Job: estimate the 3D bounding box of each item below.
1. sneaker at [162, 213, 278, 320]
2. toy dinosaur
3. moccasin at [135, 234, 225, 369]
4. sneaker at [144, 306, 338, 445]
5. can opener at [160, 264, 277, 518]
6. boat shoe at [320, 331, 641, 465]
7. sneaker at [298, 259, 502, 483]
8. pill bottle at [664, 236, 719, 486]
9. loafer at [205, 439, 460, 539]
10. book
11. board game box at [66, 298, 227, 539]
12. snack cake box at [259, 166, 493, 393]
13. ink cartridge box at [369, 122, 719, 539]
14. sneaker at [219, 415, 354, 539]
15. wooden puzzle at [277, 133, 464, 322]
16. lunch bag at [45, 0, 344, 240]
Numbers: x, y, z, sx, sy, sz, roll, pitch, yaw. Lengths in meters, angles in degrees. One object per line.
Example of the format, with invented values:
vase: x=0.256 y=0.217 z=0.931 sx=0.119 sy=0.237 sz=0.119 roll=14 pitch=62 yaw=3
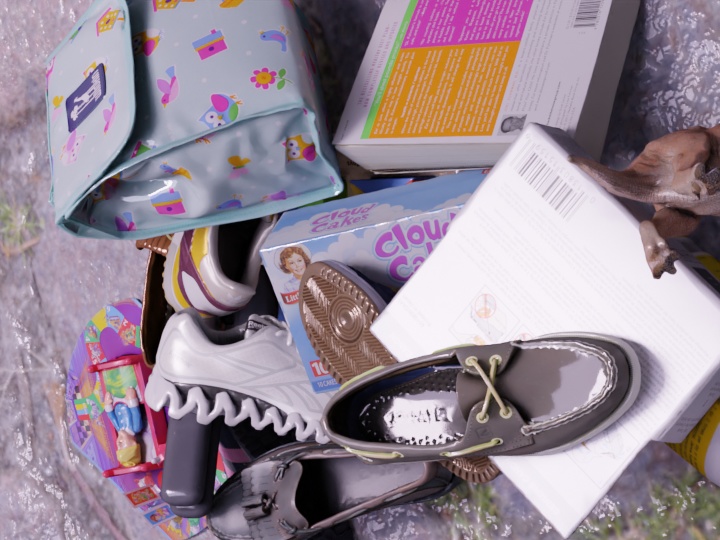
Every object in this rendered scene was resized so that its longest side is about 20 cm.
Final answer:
sneaker: x=-0.092 y=-0.065 z=1.774 sx=0.090 sy=0.075 sz=0.200 roll=-17 pitch=69 yaw=55
toy dinosaur: x=0.217 y=-0.064 z=1.459 sx=0.136 sy=0.200 sz=0.086 roll=-99 pitch=6 yaw=-56
moccasin: x=-0.140 y=-0.022 z=1.857 sx=0.074 sy=0.078 sz=0.202 roll=26 pitch=114 yaw=38
sneaker: x=-0.051 y=0.077 z=1.726 sx=0.200 sy=0.075 sz=0.081 roll=10 pitch=96 yaw=-3
can opener: x=-0.103 y=0.084 z=1.794 sx=0.067 sy=0.053 sz=0.200 roll=0 pitch=65 yaw=11
boat shoe: x=0.071 y=0.079 z=1.464 sx=0.201 sy=0.060 sz=0.072 roll=-14 pitch=77 yaw=29
sneaker: x=0.054 y=0.056 z=1.593 sx=0.200 sy=0.108 sz=0.070 roll=42 pitch=130 yaw=27
pill bottle: x=0.226 y=0.065 z=1.522 sx=0.200 sy=0.112 sz=0.113 roll=41 pitch=123 yaw=29
loafer: x=-0.027 y=0.155 z=1.753 sx=0.200 sy=0.063 sz=0.072 roll=-17 pitch=84 yaw=17
book: x=0.086 y=-0.136 z=1.621 sx=0.200 sy=0.048 sz=0.134 roll=1 pitch=67 yaw=43
board game box: x=-0.182 y=0.122 z=1.948 sx=0.200 sy=0.039 sz=0.158 roll=41 pitch=123 yaw=28
snack cake box: x=0.046 y=0.002 z=1.640 sx=0.200 sy=0.067 sz=0.115 roll=-13 pitch=112 yaw=23
ink cartridge box: x=0.126 y=0.037 z=1.495 sx=0.200 sy=0.044 sz=0.174 roll=47 pitch=110 yaw=26
sneaker: x=-0.086 y=0.156 z=1.850 sx=0.082 sy=0.070 sz=0.200 roll=-42 pitch=69 yaw=36
wooden puzzle: x=0.000 y=0.000 z=1.757 sx=0.185 sy=0.046 sz=0.200 roll=0 pitch=98 yaw=42
lunch bag: x=-0.129 y=-0.116 z=1.699 sx=0.200 sy=0.122 sz=0.171 roll=-16 pitch=51 yaw=6
